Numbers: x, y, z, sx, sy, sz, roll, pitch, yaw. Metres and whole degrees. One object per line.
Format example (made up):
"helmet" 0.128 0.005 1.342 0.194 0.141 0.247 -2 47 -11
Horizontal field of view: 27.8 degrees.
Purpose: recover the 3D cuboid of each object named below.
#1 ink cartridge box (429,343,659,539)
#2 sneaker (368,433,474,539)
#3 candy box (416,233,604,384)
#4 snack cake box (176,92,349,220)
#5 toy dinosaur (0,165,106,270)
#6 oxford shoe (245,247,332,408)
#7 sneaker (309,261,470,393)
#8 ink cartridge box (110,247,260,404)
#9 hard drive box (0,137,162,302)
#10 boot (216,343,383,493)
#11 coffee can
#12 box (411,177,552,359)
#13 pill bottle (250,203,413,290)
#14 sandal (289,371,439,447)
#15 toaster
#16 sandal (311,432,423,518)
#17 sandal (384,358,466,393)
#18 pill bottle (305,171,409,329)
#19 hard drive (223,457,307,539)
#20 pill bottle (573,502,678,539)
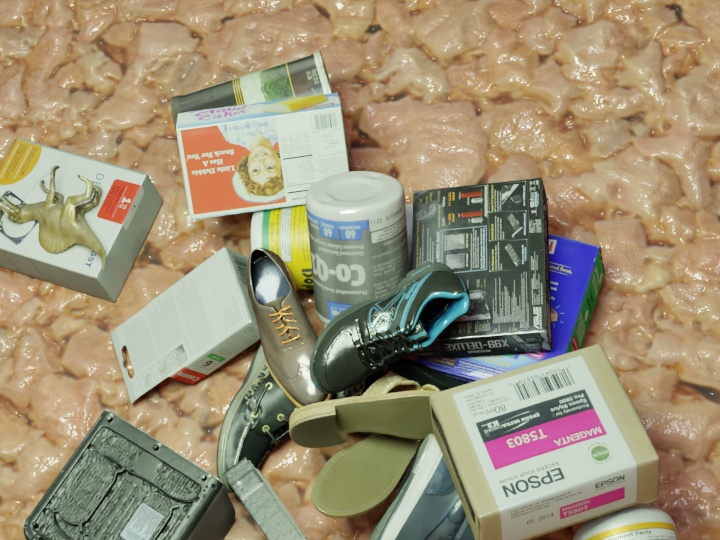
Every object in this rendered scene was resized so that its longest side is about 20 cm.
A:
"ink cartridge box" 0.189 0.182 1.510 0.198 0.076 0.166 -17 47 -7
"sneaker" 0.089 0.302 1.594 0.145 0.077 0.204 29 100 -4
"candy box" 0.178 0.054 1.703 0.167 0.077 0.202 14 68 19
"snack cake box" -0.115 -0.137 1.740 0.197 0.116 0.067 -7 23 -2
"toy dinosaur" -0.358 -0.065 1.803 0.199 0.058 0.102 24 85 29
"oxford shoe" -0.089 0.067 1.659 0.071 0.073 0.202 -25 70 0
"sneaker" 0.030 0.065 1.576 0.199 0.073 0.082 -39 26 -5
"ink cartridge box" -0.208 0.073 1.771 0.199 0.050 0.110 -35 59 21
"hard drive box" -0.379 -0.066 1.871 0.198 0.077 0.157 15 68 17
"boot" -0.070 0.172 1.684 0.152 0.074 0.205 9 62 24
"coffee can" -0.123 -0.178 1.838 0.198 0.147 0.148 -17 61 2
"box" 0.138 -0.002 1.668 0.156 0.050 0.202 -6 61 13
"pill bottle" -0.026 -0.034 1.766 0.197 0.113 0.114 -3 63 9
"sandal" 0.024 0.142 1.618 0.209 0.078 0.070 -8 46 4
"toaster" -0.262 0.290 1.644 0.180 0.119 0.201 26 70 22
"sandal" 0.016 0.226 1.658 0.077 0.070 0.212 33 51 15
"sandal" 0.116 0.162 1.645 0.198 0.076 0.045 21 36 7
"pill bottle" 0.000 0.000 1.652 0.112 0.202 0.114 -4 26 2
"hard drive" -0.069 0.308 1.586 0.038 0.140 0.200 -34 62 -8
"pill bottle" 0.285 0.318 1.519 0.111 0.113 0.202 -13 62 4
